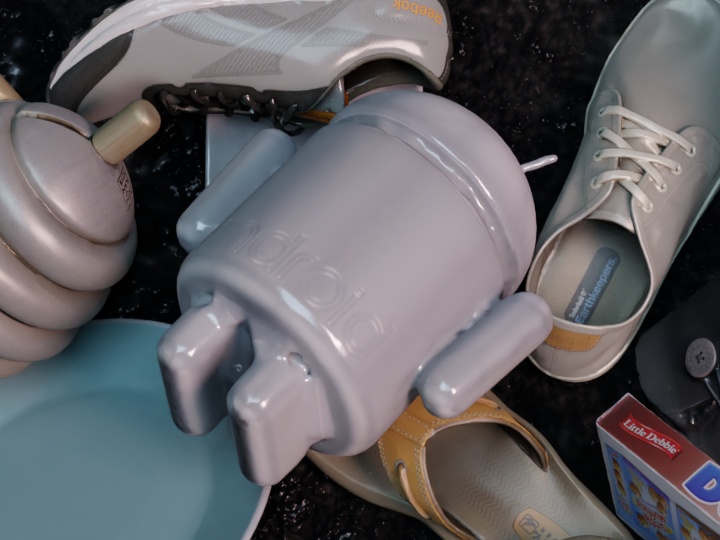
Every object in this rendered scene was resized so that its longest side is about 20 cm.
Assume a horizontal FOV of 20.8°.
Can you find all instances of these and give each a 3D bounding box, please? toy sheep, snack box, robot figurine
[{"bbox_3d":[-0.171,-0.020,0.896,0.199,0.138,0.139,-33,72,26],"label":"toy sheep"},{"bbox_3d":[0.175,0.132,0.812,0.024,0.072,0.200,-37,49,-16],"label":"snack box"},{"bbox_3d":[0.000,0.000,0.854,0.169,0.113,0.200,34,62,21],"label":"robot figurine"}]

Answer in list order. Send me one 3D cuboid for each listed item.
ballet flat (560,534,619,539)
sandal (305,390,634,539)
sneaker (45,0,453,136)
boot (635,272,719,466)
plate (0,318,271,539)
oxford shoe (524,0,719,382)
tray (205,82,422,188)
[{"bbox_3d":[0.159,0.164,0.802,0.067,0.063,0.200,-22,54,-43],"label":"ballet flat"},{"bbox_3d":[0.046,0.091,0.886,0.200,0.054,0.080,39,83,14],"label":"sandal"},{"bbox_3d":[-0.051,-0.098,0.916,0.198,0.074,0.080,-15,80,2],"label":"sneaker"},{"bbox_3d":[0.191,-0.018,0.850,0.065,0.200,0.166,8,47,-28],"label":"boot"},{"bbox_3d":[-0.132,0.103,0.886,0.198,0.026,0.201,-8,45,8],"label":"plate"},{"bbox_3d":[0.129,-0.044,0.911,0.075,0.058,0.201,22,77,14],"label":"oxford shoe"},{"bbox_3d":[-0.022,-0.120,0.966,0.106,0.022,0.202,-2,75,7],"label":"tray"}]
